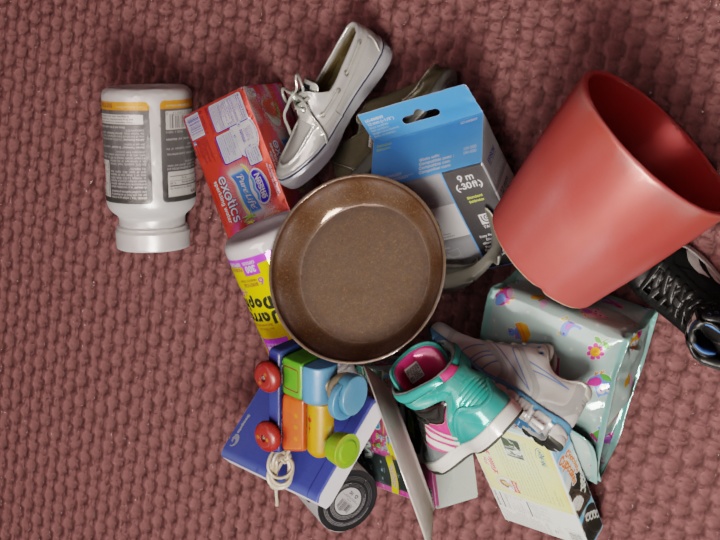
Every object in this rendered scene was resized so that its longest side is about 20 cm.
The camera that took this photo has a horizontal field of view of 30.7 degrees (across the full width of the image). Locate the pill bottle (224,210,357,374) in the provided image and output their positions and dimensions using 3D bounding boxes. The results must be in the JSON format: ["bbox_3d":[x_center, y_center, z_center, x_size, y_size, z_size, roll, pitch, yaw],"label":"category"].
[{"bbox_3d":[-0.072,0.041,1.485,0.103,0.104,0.202,-14,105,30],"label":"pill bottle"}]

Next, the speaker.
[{"bbox_3d":[-0.059,0.228,1.572,0.200,0.080,0.082,38,122,55],"label":"speaker"}]

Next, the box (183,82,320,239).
[{"bbox_3d":[-0.119,-0.114,1.576,0.099,0.095,0.202,-21,90,29],"label":"box"}]

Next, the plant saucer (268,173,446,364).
[{"bbox_3d":[0.000,0.000,1.386,0.198,0.037,0.203,-4,79,20],"label":"plant saucer"}]

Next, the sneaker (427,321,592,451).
[{"bbox_3d":[0.156,0.101,1.357,0.199,0.075,0.087,35,76,32],"label":"sneaker"}]

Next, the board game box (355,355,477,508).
[{"bbox_3d":[0.047,0.179,1.514,0.199,0.064,0.150,6,105,60],"label":"board game box"}]

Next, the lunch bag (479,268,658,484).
[{"bbox_3d":[0.211,0.118,1.427,0.169,0.122,0.202,22,116,23],"label":"lunch bag"}]

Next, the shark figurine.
[{"bbox_3d":[0.071,0.012,1.430,0.212,0.090,0.129,-1,130,28],"label":"shark figurine"}]

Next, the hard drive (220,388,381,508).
[{"bbox_3d":[-0.071,0.188,1.529,0.199,0.025,0.133,13,67,51],"label":"hard drive"}]

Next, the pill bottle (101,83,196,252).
[{"bbox_3d":[-0.264,-0.130,1.641,0.115,0.116,0.203,6,103,28],"label":"pill bottle"}]

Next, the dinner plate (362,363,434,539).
[{"bbox_3d":[0.044,0.190,1.373,0.024,0.200,0.202,-21,90,-2],"label":"dinner plate"}]

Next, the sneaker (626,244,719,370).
[{"bbox_3d":[0.336,0.032,1.343,0.199,0.112,0.074,36,114,18],"label":"sneaker"}]

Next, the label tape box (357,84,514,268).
[{"bbox_3d":[0.090,-0.091,1.434,0.142,0.066,0.201,-12,125,30],"label":"label tape box"}]

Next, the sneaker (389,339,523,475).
[{"bbox_3d":[0.077,0.135,1.325,0.121,0.084,0.200,46,154,2],"label":"sneaker"}]

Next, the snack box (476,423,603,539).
[{"bbox_3d":[0.188,0.220,1.435,0.115,0.037,0.201,14,144,36],"label":"snack box"}]

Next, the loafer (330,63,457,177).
[{"bbox_3d":[0.029,-0.170,1.494,0.070,0.075,0.200,50,119,6],"label":"loafer"}]

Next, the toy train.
[{"bbox_3d":[-0.048,0.183,1.407,0.115,0.084,0.203,19,117,39],"label":"toy train"}]

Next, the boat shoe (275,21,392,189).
[{"bbox_3d":[-0.050,-0.194,1.484,0.203,0.086,0.075,-54,35,3],"label":"boat shoe"}]

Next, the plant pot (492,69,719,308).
[{"bbox_3d":[0.240,-0.072,1.325,0.201,0.200,0.177,50,120,11],"label":"plant pot"}]
